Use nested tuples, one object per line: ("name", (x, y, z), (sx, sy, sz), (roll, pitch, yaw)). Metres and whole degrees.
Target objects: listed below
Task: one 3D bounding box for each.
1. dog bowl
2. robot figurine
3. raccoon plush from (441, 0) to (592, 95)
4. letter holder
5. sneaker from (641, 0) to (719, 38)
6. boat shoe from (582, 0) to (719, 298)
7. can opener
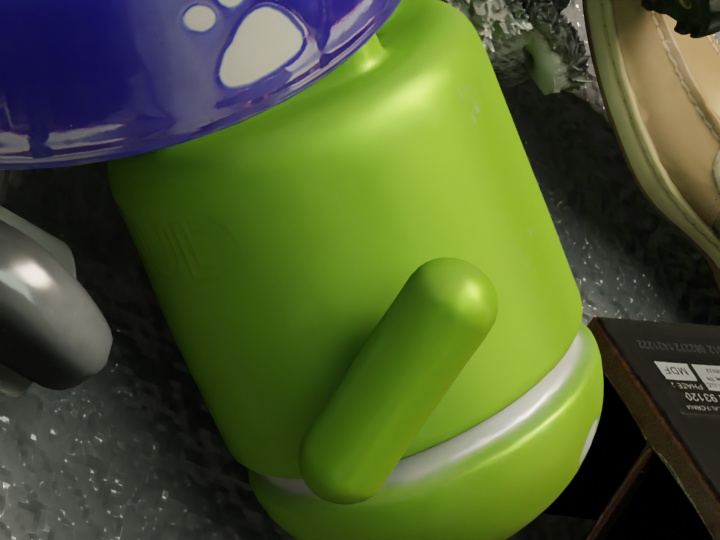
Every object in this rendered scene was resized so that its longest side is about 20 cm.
("dog bowl", (-0.081, -0.118, 0.701), (0.200, 0.200, 0.079), (-51, 147, -39))
("robot figurine", (0.000, 0.000, 0.777), (0.176, 0.115, 0.201), (-87, 156, -69))
("raccoon plush", (0.044, -0.139, 0.840), (0.134, 0.200, 0.097), (24, 43, -16))
("letter holder", (0.142, 0.105, 0.887), (0.199, 0.142, 0.101), (5, 38, -36))
("sneaker", (0.094, -0.166, 0.876), (0.072, 0.072, 0.201), (-13, 60, -11))
("boat shoe", (0.141, -0.036, 0.922), (0.200, 0.064, 0.071), (56, 29, -25))
("can opener", (-0.156, -0.030, 0.718), (0.200, 0.066, 0.053), (30, 58, -21))
